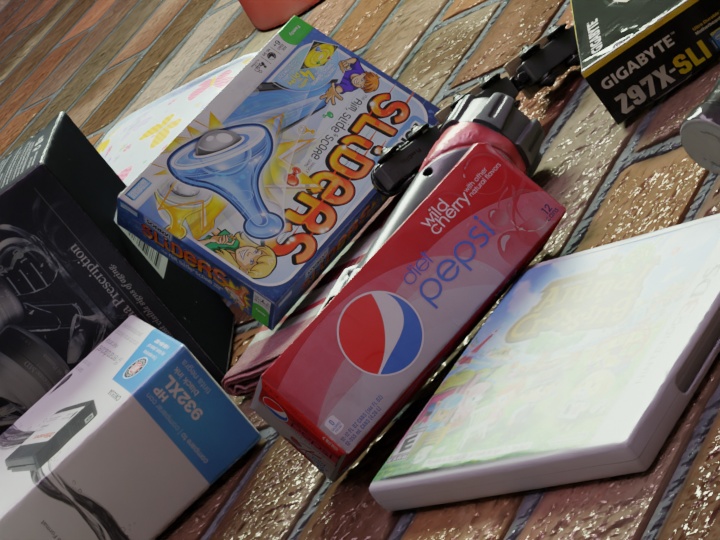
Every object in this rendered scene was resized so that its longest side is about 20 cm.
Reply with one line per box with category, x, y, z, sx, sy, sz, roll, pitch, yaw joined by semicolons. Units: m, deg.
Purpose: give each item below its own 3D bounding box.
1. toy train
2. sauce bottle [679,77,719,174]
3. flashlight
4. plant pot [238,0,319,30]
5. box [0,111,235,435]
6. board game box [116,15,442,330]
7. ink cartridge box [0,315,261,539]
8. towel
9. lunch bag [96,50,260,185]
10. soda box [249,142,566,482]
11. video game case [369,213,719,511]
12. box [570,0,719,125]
toy train;0.082;-0.109;1.562;0.200;0.034;0.046;-37;-4;-26
sauce bottle;0.245;-0.133;1.293;0.065;0.065;0.200;-14;31;53
flashlight;0.048;-0.023;1.432;0.068;0.068;0.201;-32;21;51
plant pot;-0.083;-0.372;2.321;0.200;0.178;0.201;-34;19;13
box;-0.218;0.031;1.601;0.182;0.200;0.104;-35;19;15
board game box;-0.052;-0.070;1.569;0.200;0.135;0.035;-49;-16;-29
ink cartridge box;-0.177;0.132;1.465;0.200;0.084;0.145;-43;19;-10
towel;0.000;0.000;1.533;0.144;0.023;0.200;-24;22;45
lunch bag;-0.136;-0.055;1.771;0.199;0.128;0.170;-23;25;18
soda box;0.028;0.022;1.318;0.200;0.070;0.063;-48;-7;-20
video game case;0.113;0.045;1.198;0.199;0.022;0.182;-17;29;51
box;0.215;-0.189;1.511;0.159;0.049;0.200;-32;19;16
